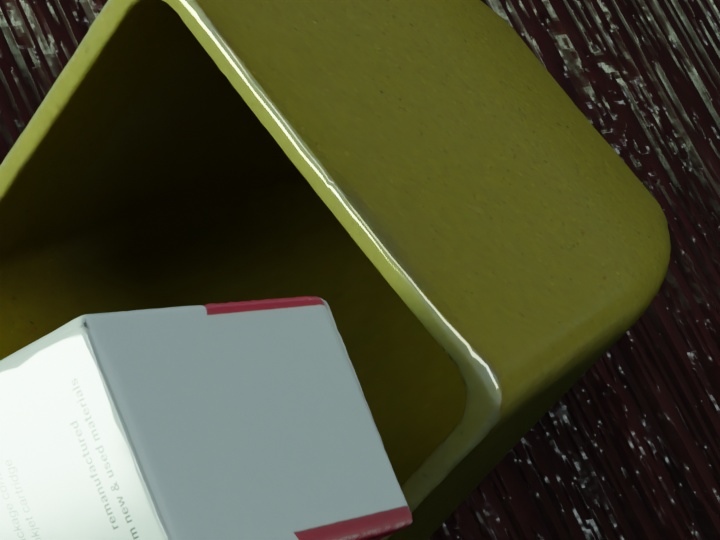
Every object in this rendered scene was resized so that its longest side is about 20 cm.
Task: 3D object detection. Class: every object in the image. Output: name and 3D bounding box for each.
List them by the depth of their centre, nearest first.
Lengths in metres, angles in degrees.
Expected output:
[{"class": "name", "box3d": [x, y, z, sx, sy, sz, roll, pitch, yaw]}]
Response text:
[{"class": "ink cartridge box", "box3d": [-0.108, 0.086, 0.846, 0.145, 0.199, 0.084, -6, 71, -62]}, {"class": "plant pot", "box3d": [0.000, 0.000, 1.012, 0.199, 0.194, 0.196, -23, 69, -48]}]
